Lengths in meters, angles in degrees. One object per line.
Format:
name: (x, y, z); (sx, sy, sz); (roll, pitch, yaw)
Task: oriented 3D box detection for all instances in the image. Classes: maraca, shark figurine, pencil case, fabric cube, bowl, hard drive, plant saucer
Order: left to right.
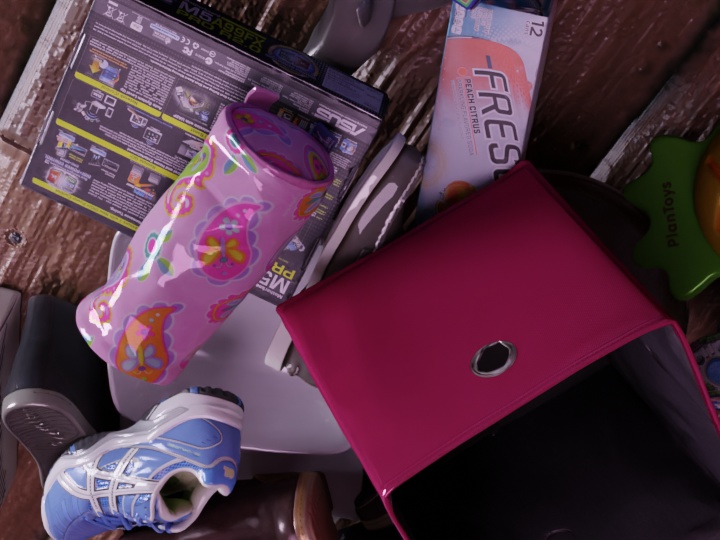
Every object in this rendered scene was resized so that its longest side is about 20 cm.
pencil case: (-0.099, -0.019, 1.088); (0.087, 0.088, 0.200); (32, 117, -14)
hard drive: (-0.093, 0.133, 1.370); (0.199, 0.026, 0.132); (8, 128, 3)
bowl: (-0.082, 0.032, 1.259); (0.199, 0.075, 0.200); (9, 125, 4)
shark figurine: (-0.012, -0.199, 1.070); (0.128, 0.090, 0.215); (-7, 127, 13)
fabric cube: (0.095, 0.090, 1.064); (0.196, 0.200, 0.200); (-30, 127, -2)
plant saucer: (0.133, 0.022, 1.216); (0.199, 0.032, 0.201); (3, 110, 10)
maraca: (0.269, -0.049, 1.115); (0.199, 0.138, 0.107); (-12, 161, 25)

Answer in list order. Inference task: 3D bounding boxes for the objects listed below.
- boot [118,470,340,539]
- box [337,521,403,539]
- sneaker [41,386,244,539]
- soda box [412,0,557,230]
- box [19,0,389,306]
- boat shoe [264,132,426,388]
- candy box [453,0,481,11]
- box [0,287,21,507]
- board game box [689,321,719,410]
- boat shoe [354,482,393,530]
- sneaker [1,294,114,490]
boot: (-0.101, 0.201, 1.279); (0.166, 0.200, 0.073); (-17, 92, -1)
box: (0.103, 0.279, 1.370); (0.199, 0.124, 0.198); (-25, 127, 26)
sneaker: (-0.166, 0.159, 1.259); (0.200, 0.077, 0.076); (-34, 138, 31)
soda box: (0.080, -0.092, 1.123); (0.063, 0.068, 0.201); (12, 119, 7)
box: (-0.103, -0.085, 1.122); (0.199, 0.044, 0.161); (25, 119, -6)
boat shoe: (0.001, -0.001, 1.135); (0.060, 0.072, 0.202); (30, 123, 3)
candy box: (0.006, -0.259, 0.966); (0.200, 0.169, 0.077); (30, 121, -14)
box: (-0.318, 0.104, 1.360); (0.082, 0.069, 0.201); (11, 128, 3)
board game box: (0.318, 0.055, 1.148); (0.199, 0.062, 0.200); (-7, 167, 27)
boat shoe: (0.053, 0.124, 1.318); (0.072, 0.072, 0.200); (43, 123, -5)
sneaker: (-0.218, 0.108, 1.341); (0.074, 0.107, 0.200); (-2, 146, 8)
